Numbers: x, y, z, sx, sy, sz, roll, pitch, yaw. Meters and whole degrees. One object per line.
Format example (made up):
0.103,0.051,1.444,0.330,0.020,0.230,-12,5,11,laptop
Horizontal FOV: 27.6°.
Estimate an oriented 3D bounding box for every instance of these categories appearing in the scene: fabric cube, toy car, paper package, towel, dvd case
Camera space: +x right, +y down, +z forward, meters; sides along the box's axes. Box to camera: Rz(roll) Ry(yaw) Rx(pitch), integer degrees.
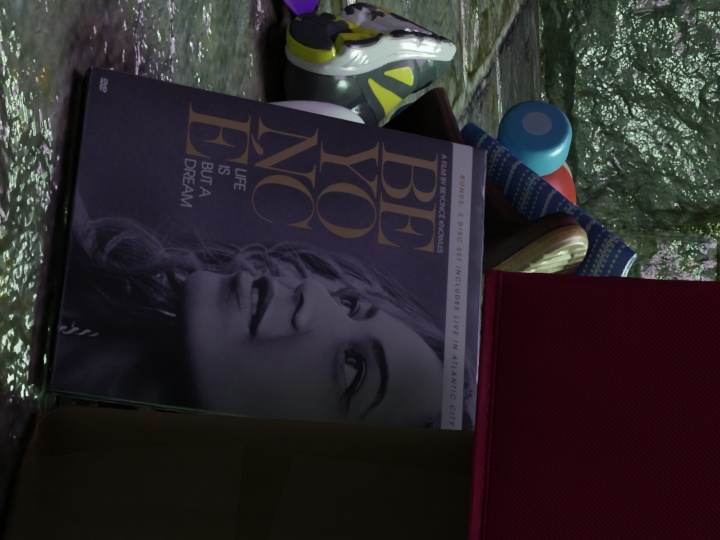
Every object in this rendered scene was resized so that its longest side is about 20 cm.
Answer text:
0.152,0.114,0.544,0.200,0.198,0.197,34,59,-72,fabric cube
0.097,-0.007,1.216,0.185,0.176,0.201,91,-2,-56,toy car
-0.031,0.152,0.631,0.191,0.199,0.104,76,20,-50,paper package
0.113,-0.002,1.058,0.200,0.024,0.145,46,-52,44,towel
-0.035,-0.004,0.668,0.016,0.199,0.149,147,-51,-63,dvd case

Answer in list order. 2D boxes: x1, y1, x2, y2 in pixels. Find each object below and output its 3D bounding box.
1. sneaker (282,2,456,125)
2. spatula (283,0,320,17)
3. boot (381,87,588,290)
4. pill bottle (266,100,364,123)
-0.002,-0.136,1.027,0.200,0.074,0.085,-17,131,-58,sneaker
-0.031,-0.172,1.035,0.200,0.020,0.057,71,38,-63,spatula
0.071,-0.053,1.030,0.200,0.072,0.167,-33,-112,55,boot
-0.036,0.027,0.732,0.111,0.111,0.201,37,43,-75,pill bottle
